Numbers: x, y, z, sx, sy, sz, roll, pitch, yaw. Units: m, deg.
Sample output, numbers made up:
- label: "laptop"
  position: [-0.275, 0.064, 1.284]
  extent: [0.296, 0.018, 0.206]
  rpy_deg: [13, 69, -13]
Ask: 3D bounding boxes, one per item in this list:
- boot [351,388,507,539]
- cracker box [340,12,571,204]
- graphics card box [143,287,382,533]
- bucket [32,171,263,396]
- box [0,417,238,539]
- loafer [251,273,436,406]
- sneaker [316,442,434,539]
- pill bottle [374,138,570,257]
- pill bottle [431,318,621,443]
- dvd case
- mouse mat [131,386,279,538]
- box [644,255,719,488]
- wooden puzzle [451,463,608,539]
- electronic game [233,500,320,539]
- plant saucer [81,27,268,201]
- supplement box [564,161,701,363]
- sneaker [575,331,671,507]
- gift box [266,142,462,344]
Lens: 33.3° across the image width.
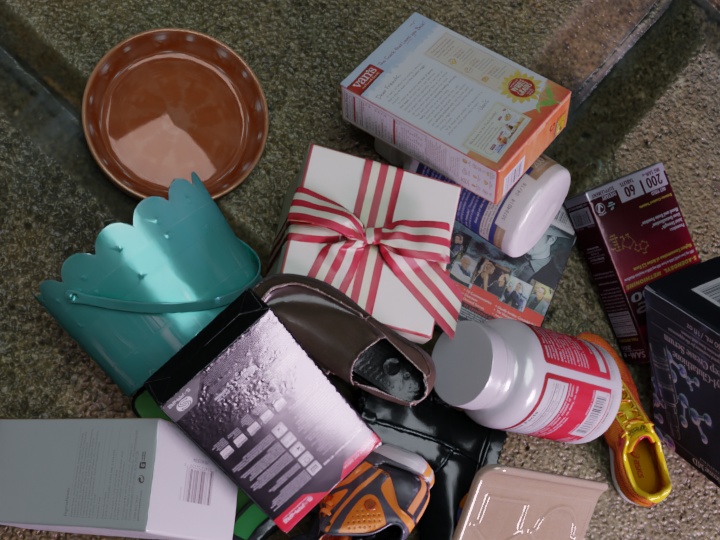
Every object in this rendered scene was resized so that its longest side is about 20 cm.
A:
- label: "boot"
  position: [0.051, 0.209, 1.250]
  extent: [0.162, 0.073, 0.199]
  rpy_deg: [22, 74, -5]
- label: "cracker box"
  position: [0.096, -0.170, 1.237]
  extent: [0.199, 0.058, 0.134]
  rpy_deg: [32, 62, 22]
- label: "graphics card box"
  position: [-0.082, 0.126, 1.055]
  extent: [0.125, 0.051, 0.200]
  rpy_deg: [-42, 128, -6]
- label: "bucket"
  position: [-0.197, 0.016, 1.174]
  extent: [0.207, 0.207, 0.135]
  rpy_deg: [-39, 93, -18]
- label: "box"
  position: [-0.227, 0.193, 1.107]
  extent: [0.199, 0.124, 0.098]
  rpy_deg: [-4, 72, 30]
- label: "loafer"
  position: [-0.012, 0.064, 1.107]
  extent: [0.199, 0.071, 0.073]
  rpy_deg: [25, 94, -12]
- label: "sneaker"
  position: [-0.038, 0.208, 1.146]
  extent: [0.199, 0.078, 0.112]
  rpy_deg: [11, 51, 22]
- label: "pill bottle"
  position: [0.117, -0.111, 1.300]
  extent: [0.200, 0.111, 0.111]
  rpy_deg: [35, 70, 19]
- label: "pill bottle"
  position: [0.169, 0.112, 1.238]
  extent: [0.199, 0.112, 0.113]
  rpy_deg: [17, 71, -41]
- label: "dvd case"
  position: [0.155, -0.007, 1.352]
  extent: [0.145, 0.022, 0.201]
  rpy_deg: [26, 73, -6]
- label: "mouse mat"
  position: [-0.118, 0.164, 1.228]
  extent: [0.161, 0.008, 0.200]
  rpy_deg: [-37, 89, 1]
- label: "box"
  position: [0.389, 0.112, 1.268]
  extent: [0.107, 0.148, 0.201]
  rpy_deg: [-20, 118, -16]
- label: "wooden puzzle"
  position: [0.145, 0.286, 1.208]
  extent: [0.185, 0.046, 0.201]
  rpy_deg: [16, 100, -39]
- label: "electronic game"
  position: [-0.051, 0.291, 1.157]
  extent: [0.199, 0.042, 0.201]
  rpy_deg: [-8, 54, 11]
- label: "plant saucer"
  position: [-0.199, -0.163, 1.300]
  extent: [0.199, 0.032, 0.202]
  rpy_deg: [3, 77, -13]
- label: "supplement box"
  position: [0.320, -0.008, 1.359]
  extent: [0.108, 0.061, 0.201]
  rpy_deg: [-22, 91, -17]
- label: "sneaker"
  position: [0.290, 0.158, 1.316]
  extent: [0.073, 0.077, 0.201]
  rpy_deg: [-22, 81, -15]
- label: "gift box"
  position: [0.000, 0.000, 1.226]
  extent: [0.183, 0.187, 0.201]
  rpy_deg: [10, 74, -10]
